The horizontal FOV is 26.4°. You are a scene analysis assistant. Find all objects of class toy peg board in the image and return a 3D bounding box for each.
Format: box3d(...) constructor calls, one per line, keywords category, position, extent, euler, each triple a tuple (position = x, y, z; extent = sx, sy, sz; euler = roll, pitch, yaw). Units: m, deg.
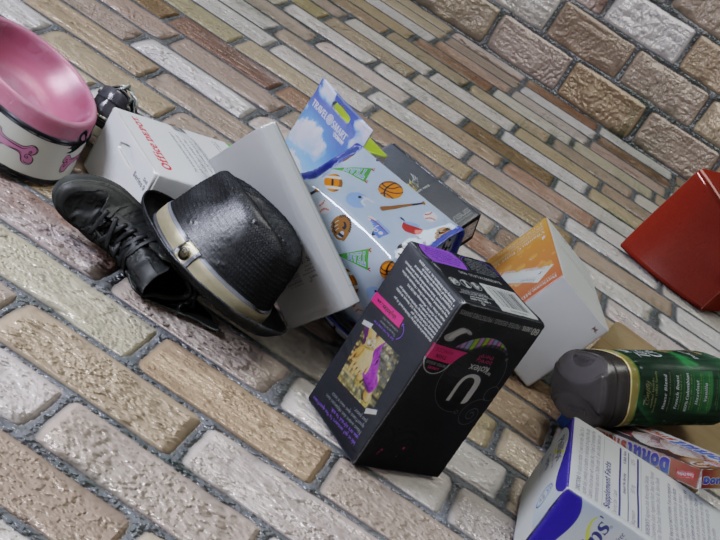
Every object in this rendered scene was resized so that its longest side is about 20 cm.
box3d(category="toy peg board", position=(0.334, 0.191, 1.863), extent=(0.200, 0.098, 0.199), euler=(37, 36, 13))

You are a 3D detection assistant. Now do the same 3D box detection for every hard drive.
box3d(category="hard drive", position=(-0.080, -0.043, 1.587), extent=(0.026, 0.132, 0.200), euler=(-26, 92, -31))

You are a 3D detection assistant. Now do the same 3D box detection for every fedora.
box3d(category="fedora", position=(-0.122, -0.030, 1.521), extent=(0.201, 0.092, 0.201), euler=(44, 10, -10))

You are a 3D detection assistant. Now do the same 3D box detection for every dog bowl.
box3d(category="dog bowl", position=(-0.365, -0.188, 1.628), extent=(0.200, 0.074, 0.200), euler=(40, 20, -18))

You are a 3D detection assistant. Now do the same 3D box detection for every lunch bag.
box3d(category="lunch bag", position=(0.000, 0.000, 1.644), extent=(0.124, 0.200, 0.170), euler=(-28, 59, -32))

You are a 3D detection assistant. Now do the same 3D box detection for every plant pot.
box3d(category="plant pot", position=(0.611, -0.038, 2.663), extent=(0.200, 0.200, 0.176), euler=(5, 45, -53))

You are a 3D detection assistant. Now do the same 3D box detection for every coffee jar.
box3d(category="coffee jar", position=(0.319, 0.133, 1.750), extent=(0.200, 0.085, 0.104), euler=(2, 6, -33))

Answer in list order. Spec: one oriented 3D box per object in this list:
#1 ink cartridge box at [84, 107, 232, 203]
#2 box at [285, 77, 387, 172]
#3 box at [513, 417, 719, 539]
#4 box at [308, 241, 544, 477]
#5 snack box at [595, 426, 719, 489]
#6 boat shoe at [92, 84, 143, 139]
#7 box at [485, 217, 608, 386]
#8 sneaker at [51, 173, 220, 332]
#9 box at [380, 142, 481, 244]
box3d(category="ink cartridge box", position=(-0.187, -0.090, 1.705), extent=(0.200, 0.084, 0.146), euler=(16, 26, -39))
box3d(category="box", position=(-0.051, -0.107, 1.780), extent=(0.048, 0.200, 0.122), euler=(12, 28, -45))
box3d(category="box", position=(0.260, 0.267, 1.514), extent=(0.200, 0.105, 0.184), euler=(33, 18, 0))
box3d(category="box", position=(0.062, 0.089, 1.490), extent=(0.122, 0.200, 0.106), euler=(15, 27, -41))
box3d(category="snack box", position=(0.334, 0.199, 1.655), extent=(0.072, 0.024, 0.200), euler=(4, 6, -25))
box3d(category="boat shoe", position=(-0.275, -0.183, 1.793), extent=(0.073, 0.063, 0.200), euler=(31, 7, 1))
box3d(category="box", position=(0.224, 0.036, 1.941), extent=(0.098, 0.124, 0.200), euler=(49, 15, -17))
box3d(category="sneaker", position=(-0.215, -0.018, 1.522), extent=(0.200, 0.060, 0.104), euler=(34, 15, -28))
box3d(category="box", position=(0.026, -0.061, 1.891), extent=(0.158, 0.051, 0.200), euler=(41, 49, 22))
